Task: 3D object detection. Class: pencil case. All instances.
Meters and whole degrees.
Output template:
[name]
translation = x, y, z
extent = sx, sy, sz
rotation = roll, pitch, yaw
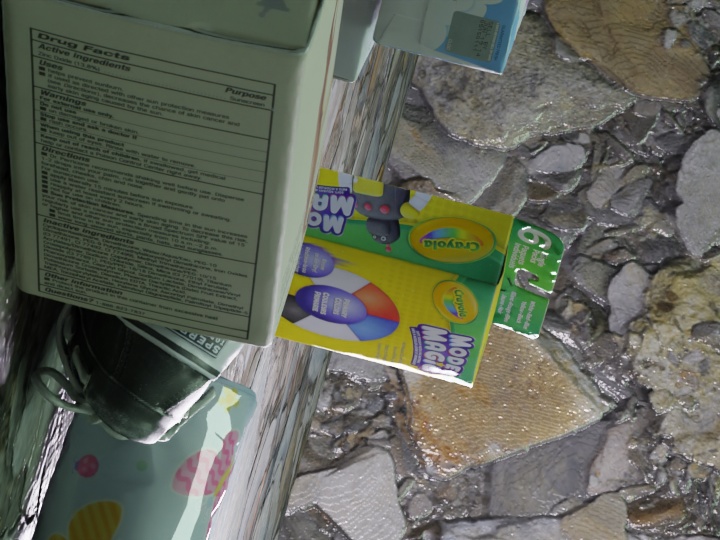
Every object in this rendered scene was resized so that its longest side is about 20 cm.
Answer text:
[pencil case]
translation = -0.107, 0.135, 1.249
extent = 0.091, 0.083, 0.201
rotation = 37, 67, -72

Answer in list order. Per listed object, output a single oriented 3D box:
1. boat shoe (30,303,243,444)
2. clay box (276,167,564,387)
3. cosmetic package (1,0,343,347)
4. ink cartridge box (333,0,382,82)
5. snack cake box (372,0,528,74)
[boat shoe]
translation = -0.090, 0.035, 1.134
extent = 0.068, 0.074, 0.199
rotation = -57, -166, -1
[clay box]
translation = 0.000, 0.000, 1.458
extent = 0.115, 0.199, 0.048
rotation = 98, 7, -60
[cosmetic package]
translation = -0.063, -0.064, 0.963
extent = 0.200, 0.103, 0.087
rotation = 103, 2, -61
[ink cartridge box]
translation = -0.010, -0.198, 1.407
extent = 0.200, 0.083, 0.145
rotation = -68, 172, -67
[snack cake box]
translation = 0.063, -0.185, 1.379
extent = 0.200, 0.067, 0.115
rotation = -67, 170, -66
